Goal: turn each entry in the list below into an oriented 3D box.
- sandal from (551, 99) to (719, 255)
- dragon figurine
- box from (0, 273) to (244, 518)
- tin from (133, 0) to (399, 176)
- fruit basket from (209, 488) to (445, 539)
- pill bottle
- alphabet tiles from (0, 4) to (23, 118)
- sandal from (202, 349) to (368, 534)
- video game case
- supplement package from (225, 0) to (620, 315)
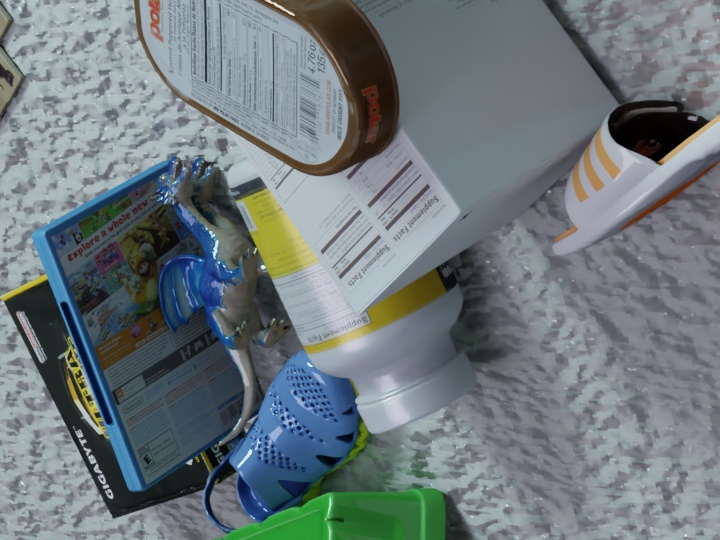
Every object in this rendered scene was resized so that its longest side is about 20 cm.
[{"bbox_3d":[0.178,-0.079,1.579,0.207,0.079,0.059,-40,81,43],"label":"sandal"},{"bbox_3d":[-0.104,0.016,1.952,0.099,0.059,0.201,18,116,41],"label":"dragon figurine"},{"bbox_3d":[-0.181,0.083,2.102,0.159,0.049,0.201,-22,96,50],"label":"box"},{"bbox_3d":[-0.059,-0.129,1.587,0.200,0.042,0.112,32,132,35],"label":"tin"},{"bbox_3d":[0.001,0.255,1.956,0.215,0.215,0.156,-36,46,52],"label":"fruit basket"},{"bbox_3d":[0.000,0.000,1.792,0.112,0.112,0.201,-18,99,52],"label":"pill bottle"},{"bbox_3d":[-0.338,-0.199,2.133,0.200,0.006,0.167,52,141,11],"label":"alphabet tiles"},{"bbox_3d":[-0.057,0.132,1.962,0.080,0.087,0.200,46,138,21],"label":"sandal"},{"bbox_3d":[-0.150,0.039,1.960,0.018,0.143,0.201,-8,107,43],"label":"video game case"},{"bbox_3d":[0.022,-0.113,1.661,0.200,0.151,0.151,55,145,7],"label":"supplement package"}]
